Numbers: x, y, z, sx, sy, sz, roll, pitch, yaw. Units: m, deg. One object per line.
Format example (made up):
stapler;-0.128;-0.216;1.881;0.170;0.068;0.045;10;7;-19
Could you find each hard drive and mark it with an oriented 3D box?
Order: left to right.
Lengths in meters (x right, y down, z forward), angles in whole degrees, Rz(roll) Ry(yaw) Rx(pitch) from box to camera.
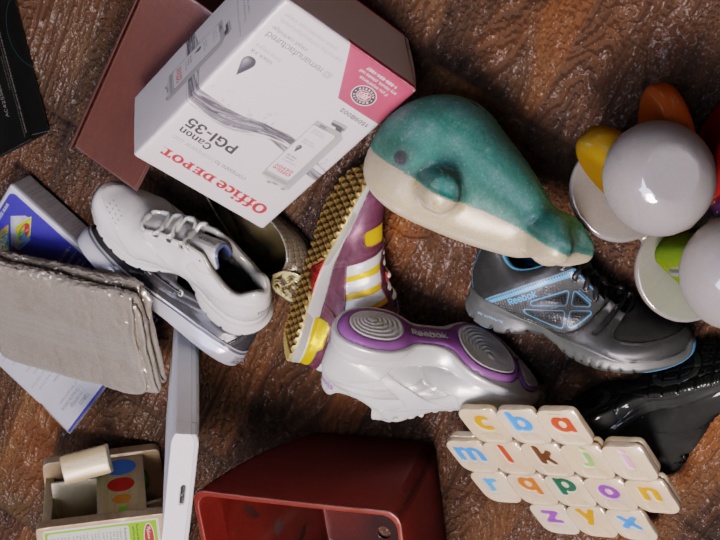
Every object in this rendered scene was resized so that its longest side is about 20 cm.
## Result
hard drive;-0.171;0.152;1.270;0.027;0.200;0.133;4;118;-10

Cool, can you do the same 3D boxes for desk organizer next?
desk organizer;-0.180;-0.176;1.196;0.077;0.072;0.200;35;122;4

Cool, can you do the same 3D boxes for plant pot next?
plant pot;-0.014;0.257;1.252;0.199;0.176;0.201;2;113;23

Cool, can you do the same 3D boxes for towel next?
towel;-0.282;0.048;1.300;0.199;0.035;0.133;13;129;21

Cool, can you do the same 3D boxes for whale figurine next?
whale figurine;0.101;-0.073;1.072;0.200;0.159;0.104;29;104;28

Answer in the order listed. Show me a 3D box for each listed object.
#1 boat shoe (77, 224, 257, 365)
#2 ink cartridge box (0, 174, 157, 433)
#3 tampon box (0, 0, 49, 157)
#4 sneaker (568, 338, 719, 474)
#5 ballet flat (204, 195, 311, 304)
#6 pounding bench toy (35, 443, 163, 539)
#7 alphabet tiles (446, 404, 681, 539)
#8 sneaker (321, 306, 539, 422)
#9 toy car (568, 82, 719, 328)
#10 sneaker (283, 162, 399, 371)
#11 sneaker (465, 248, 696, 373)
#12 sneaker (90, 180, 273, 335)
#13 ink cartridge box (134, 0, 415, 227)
boat shoe;-0.179;0.008;1.284;0.200;0.070;0.066;39;105;8
ink cartridge box;-0.318;0.036;1.372;0.200;0.047;0.198;42;121;0
tampon box;-0.429;-0.176;1.276;0.199;0.126;0.151;-2;111;26
sneaker;0.263;0.125;1.136;0.200;0.076;0.091;-29;105;41
ballet flat;-0.105;-0.048;1.233;0.067;0.046;0.200;-27;99;32
pounding bench toy;-0.262;0.235;1.360;0.124;0.156;0.201;-6;114;-8
alphabet tiles;0.176;0.176;1.172;0.199;0.015;0.196;-3;137;40
sneaker;0.060;0.093;1.187;0.199;0.075;0.100;15;127;-11
toy car;0.264;-0.054;1.016;0.150;0.175;0.200;-40;93;-4
sneaker;0.000;0.000;1.201;0.090;0.075;0.201;16;111;-18
sneaker;0.185;0.026;1.119;0.199;0.073;0.082;15;117;17
sneaker;-0.157;-0.024;1.224;0.200;0.075;0.087;33;154;-1
ink cartridge box;-0.074;-0.146;1.112;0.146;0.083;0.200;30;125;-32
